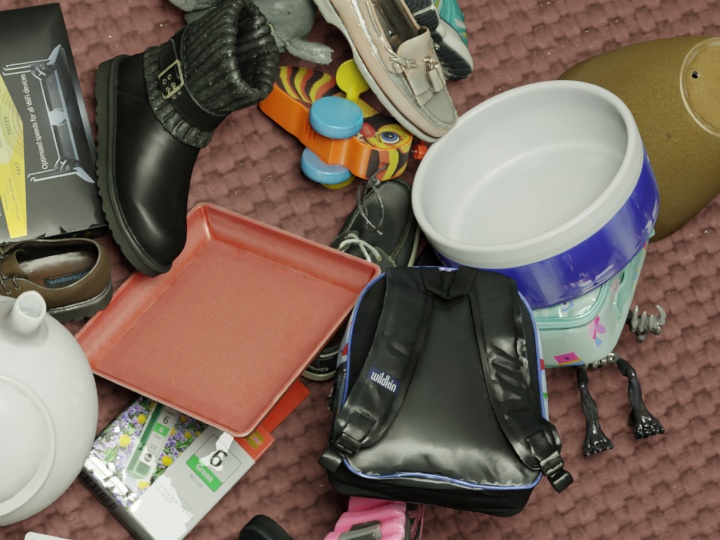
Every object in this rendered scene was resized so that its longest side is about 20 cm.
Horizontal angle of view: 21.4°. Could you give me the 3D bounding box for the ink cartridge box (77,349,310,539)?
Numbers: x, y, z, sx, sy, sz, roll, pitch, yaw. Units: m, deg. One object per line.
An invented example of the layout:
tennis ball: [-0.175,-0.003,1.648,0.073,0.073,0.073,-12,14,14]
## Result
ink cartridge box: [-0.136,0.131,1.604,0.109,0.050,0.200,46,68,-4]

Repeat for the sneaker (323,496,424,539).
sneaker: [0.021,0.224,1.600,0.096,0.079,0.200,61,32,-37]

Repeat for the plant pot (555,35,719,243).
plant pot: [0.285,-0.136,1.733,0.186,0.200,0.187,5,77,-20]

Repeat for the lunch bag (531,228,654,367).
lunch bag: [0.169,-0.009,1.668,0.077,0.160,0.200,58,40,-39]

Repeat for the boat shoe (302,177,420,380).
boat shoe: [0.000,0.000,1.667,0.072,0.068,0.200,24,68,11]

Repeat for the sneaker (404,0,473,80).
sneaker: [0.043,-0.243,1.701,0.077,0.200,0.080,-6,64,22]

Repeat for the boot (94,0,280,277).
boot: [-0.139,-0.113,1.587,0.079,0.157,0.212,20,57,-59]

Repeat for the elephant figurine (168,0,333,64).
elephant figurine: [-0.076,-0.290,1.685,0.155,0.141,0.200,61,42,-30]

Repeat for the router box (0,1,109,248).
router box: [-0.307,-0.113,1.597,0.157,0.052,0.201,-12,82,-21]

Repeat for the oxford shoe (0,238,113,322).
oxford shoe: [-0.300,0.012,1.547,0.199,0.085,0.073,-19,64,-17]

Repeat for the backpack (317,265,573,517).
backpack: [0.064,0.096,1.536,0.199,0.154,0.191,9,68,-9]

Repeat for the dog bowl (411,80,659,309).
dog bowl: [0.149,-0.065,1.616,0.200,0.200,0.079,-49,133,-22]

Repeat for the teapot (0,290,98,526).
teapot: [-0.295,0.124,1.468,0.197,0.146,0.201,-23,109,0]

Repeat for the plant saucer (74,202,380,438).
plant saucer: [-0.112,0.045,1.579,0.199,0.037,0.200,21,55,30]

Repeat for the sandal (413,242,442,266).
sandal: [0.049,0.052,1.691,0.076,0.043,0.201,28,70,-12]

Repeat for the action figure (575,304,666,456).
action figure: [0.216,0.059,1.719,0.118,0.102,0.201,-15,85,-10]

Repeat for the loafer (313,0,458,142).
loafer: [0.026,-0.199,1.612,0.200,0.063,0.072,53,34,-13]

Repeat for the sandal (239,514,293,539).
sandal: [-0.020,0.279,1.601,0.048,0.075,0.201,-40,93,-32]

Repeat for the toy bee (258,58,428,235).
toy bee: [0.000,-0.110,1.668,0.108,0.131,0.200,-15,67,-31]

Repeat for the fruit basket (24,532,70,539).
fruit basket: [-0.193,0.320,1.521,0.185,0.094,0.201,14,70,-16]
